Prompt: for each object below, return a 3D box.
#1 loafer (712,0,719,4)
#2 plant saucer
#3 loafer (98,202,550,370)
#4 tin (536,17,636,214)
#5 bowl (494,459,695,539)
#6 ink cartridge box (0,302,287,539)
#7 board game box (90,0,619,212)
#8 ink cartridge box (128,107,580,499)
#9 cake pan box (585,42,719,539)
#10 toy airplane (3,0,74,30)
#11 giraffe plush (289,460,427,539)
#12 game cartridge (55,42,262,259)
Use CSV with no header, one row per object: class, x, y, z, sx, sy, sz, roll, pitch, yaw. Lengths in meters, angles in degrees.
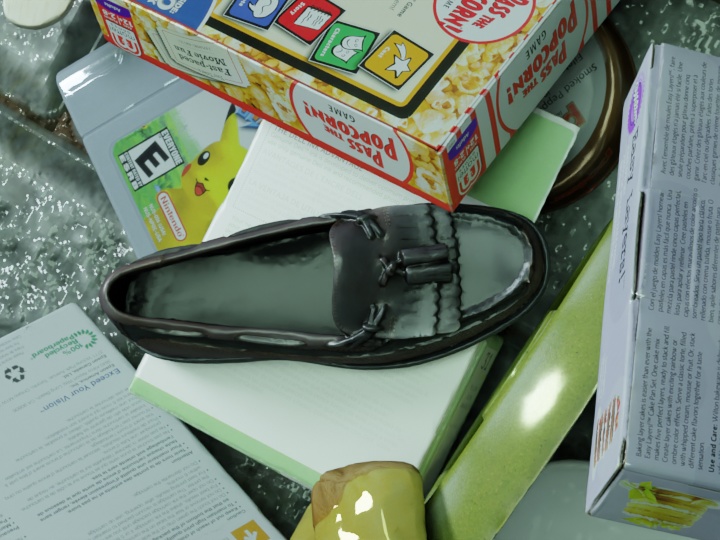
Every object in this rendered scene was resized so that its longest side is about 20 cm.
loafer,0.158,-0.214,1.021,0.076,0.067,0.200,-12,91,49
plant saucer,0.079,0.048,0.973,0.031,0.200,0.200,33,94,3
loafer,-0.018,0.009,0.997,0.200,0.063,0.072,-7,82,15
tin,0.048,-0.117,1.089,0.112,0.042,0.200,-40,74,14
bowl,0.139,0.194,1.005,0.199,0.075,0.200,18,90,18
ink cartridge box,-0.157,0.126,1.047,0.196,0.043,0.200,-27,58,-30
board game box,0.000,-0.131,1.023,0.200,0.046,0.152,28,66,27
ink cartridge box,0.000,0.000,1.050,0.145,0.048,0.200,26,88,17
cake pan box,0.185,0.016,0.871,0.184,0.052,0.200,13,60,-9
toy airplane,-0.138,-0.246,1.106,0.199,0.141,0.200,-33,75,11
giraffe plush,-0.053,0.179,0.934,0.162,0.173,0.200,-2,41,-5
game cartridge,-0.054,-0.044,1.113,0.133,0.040,0.200,-29,76,9
